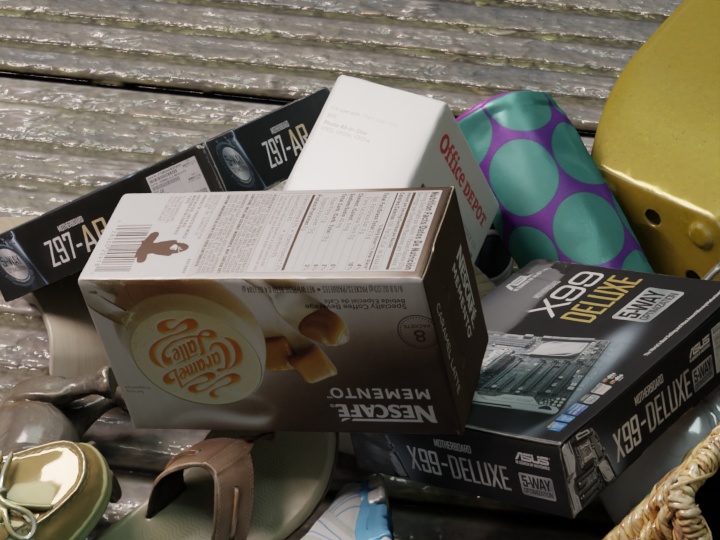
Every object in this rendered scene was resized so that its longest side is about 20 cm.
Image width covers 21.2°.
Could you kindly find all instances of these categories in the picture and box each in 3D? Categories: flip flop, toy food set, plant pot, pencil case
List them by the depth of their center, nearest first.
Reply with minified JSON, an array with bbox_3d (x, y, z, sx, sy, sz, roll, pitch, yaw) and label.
[{"bbox_3d":[-0.093,0.135,1.091,0.200,0.058,0.081,-38,70,-10],"label":"flip flop"},{"bbox_3d":[0.136,-0.024,1.319,0.085,0.092,0.201,-20,75,-30],"label":"pencil case"},{"bbox_3d":[-0.175,0.019,1.345,0.143,0.061,0.200,-2,28,-27],"label":"toy food set"},{"bbox_3d":[0.264,-0.057,1.397,0.195,0.195,0.200,28,48,33],"label":"plant pot"}]

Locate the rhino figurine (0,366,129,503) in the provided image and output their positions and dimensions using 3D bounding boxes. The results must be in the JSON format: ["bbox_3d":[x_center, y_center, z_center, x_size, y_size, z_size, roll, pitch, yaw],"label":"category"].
[{"bbox_3d":[-0.193,0.128,1.164,0.087,0.060,0.200,-13,31,11],"label":"rhino figurine"}]

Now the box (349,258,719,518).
[{"bbox_3d":[0.113,0.062,1.130,0.157,0.050,0.200,9,31,41],"label":"box"}]

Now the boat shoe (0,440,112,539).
[{"bbox_3d":[-0.233,0.149,1.066,0.200,0.063,0.073,-26,52,-6],"label":"boat shoe"}]

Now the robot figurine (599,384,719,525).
[{"bbox_3d":[0.226,0.111,1.187,0.199,0.114,0.170,-12,25,-23],"label":"robot figurine"}]

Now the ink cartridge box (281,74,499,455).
[{"bbox_3d":[0.000,0.000,1.226,0.087,0.145,0.201,15,70,24],"label":"ink cartridge box"}]

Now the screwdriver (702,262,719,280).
[{"bbox_3d":[0.170,0.066,1.251,0.200,0.029,0.028,-40,33,-11],"label":"screwdriver"}]

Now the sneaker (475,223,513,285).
[{"bbox_3d":[0.099,-0.071,1.465,0.070,0.109,0.200,7,32,5],"label":"sneaker"}]

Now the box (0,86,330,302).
[{"bbox_3d":[-0.125,-0.050,1.254,0.199,0.044,0.160,-21,7,33],"label":"box"}]

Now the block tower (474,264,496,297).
[{"bbox_3d":[0.076,0.044,1.334,0.057,0.054,0.200,-13,36,-26],"label":"block tower"}]

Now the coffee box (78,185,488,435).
[{"bbox_3d":[-0.039,0.023,1.067,0.199,0.115,0.080,0,40,19],"label":"coffee box"}]

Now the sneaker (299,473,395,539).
[{"bbox_3d":[-0.019,0.166,1.077,0.086,0.076,0.200,-10,7,1],"label":"sneaker"}]

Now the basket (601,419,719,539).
[{"bbox_3d":[0.235,0.135,1.018,0.143,0.149,0.200,45,56,10],"label":"basket"}]
